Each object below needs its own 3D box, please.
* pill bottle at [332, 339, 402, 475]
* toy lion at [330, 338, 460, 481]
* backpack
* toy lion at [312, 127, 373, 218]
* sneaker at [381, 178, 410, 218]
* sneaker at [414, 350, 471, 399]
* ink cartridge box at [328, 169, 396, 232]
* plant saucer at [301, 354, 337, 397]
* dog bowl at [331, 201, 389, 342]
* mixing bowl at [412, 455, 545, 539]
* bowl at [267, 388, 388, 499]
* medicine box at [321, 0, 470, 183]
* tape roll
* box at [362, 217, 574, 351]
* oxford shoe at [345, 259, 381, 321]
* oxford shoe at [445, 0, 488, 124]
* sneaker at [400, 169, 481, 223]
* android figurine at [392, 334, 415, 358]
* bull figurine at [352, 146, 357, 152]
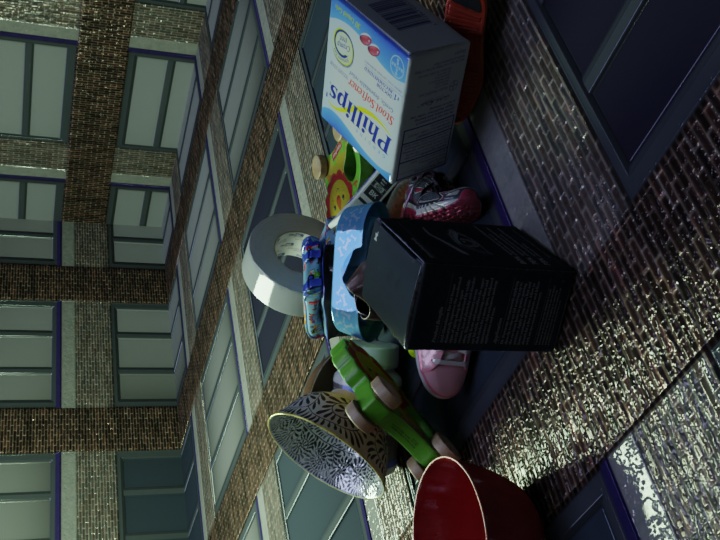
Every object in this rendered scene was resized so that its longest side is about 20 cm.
[{"bbox_3d":[0.008,0.216,1.471,0.114,0.112,0.203,-166,79,-69],"label":"pill bottle"},{"bbox_3d":[0.039,0.186,1.306,0.069,0.200,0.192,-43,19,7],"label":"toy lion"},{"bbox_3d":[-0.031,-0.006,1.543,0.183,0.132,0.202,90,177,-59],"label":"backpack"},{"bbox_3d":[-0.022,-0.154,1.683,0.200,0.068,0.194,125,135,-55],"label":"toy lion"},{"bbox_3d":[0.034,-0.049,1.432,0.201,0.071,0.080,-55,4,-7],"label":"sneaker"},{"bbox_3d":[0.125,0.072,1.227,0.105,0.074,0.203,173,103,-74],"label":"sneaker"},{"bbox_3d":[0.032,-0.139,1.449,0.201,0.039,0.099,-52,6,-15],"label":"ink cartridge box"},{"bbox_3d":[-0.045,0.227,1.524,0.034,0.199,0.203,6,94,30],"label":"plant saucer"},{"bbox_3d":[0.000,0.000,1.335,0.111,0.049,0.203,-6,-79,-66],"label":"dog bowl"},{"bbox_3d":[0.148,0.320,1.091,0.200,0.107,0.203,-178,90,-69],"label":"mixing bowl"},{"bbox_3d":[-0.029,0.238,1.357,0.095,0.200,0.201,-54,4,-30],"label":"bowl"},{"bbox_3d":[0.041,-0.258,1.260,0.182,0.102,0.202,47,145,34],"label":"medicine box"},{"bbox_3d":[-0.117,-0.013,1.714,0.067,0.197,0.202,113,151,-43],"label":"tape roll"},{"bbox_3d":[0.120,0.015,1.071,0.148,0.197,0.106,-129,46,-60],"label":"box"},{"bbox_3d":[0.027,0.039,1.281,0.072,0.072,0.200,56,179,31],"label":"oxford shoe"},{"bbox_3d":[0.145,-0.298,1.263,0.073,0.070,0.202,-59,-17,-52],"label":"oxford shoe"},{"bbox_3d":[0.106,-0.105,1.295,0.200,0.080,0.076,-169,84,-70],"label":"sneaker"},{"bbox_3d":[0.088,0.040,1.379,0.200,0.040,0.185,167,104,-68],"label":"android figurine"},{"bbox_3d":[0.045,-0.269,1.445,0.202,0.065,0.121,-61,23,1],"label":"bull figurine"}]
